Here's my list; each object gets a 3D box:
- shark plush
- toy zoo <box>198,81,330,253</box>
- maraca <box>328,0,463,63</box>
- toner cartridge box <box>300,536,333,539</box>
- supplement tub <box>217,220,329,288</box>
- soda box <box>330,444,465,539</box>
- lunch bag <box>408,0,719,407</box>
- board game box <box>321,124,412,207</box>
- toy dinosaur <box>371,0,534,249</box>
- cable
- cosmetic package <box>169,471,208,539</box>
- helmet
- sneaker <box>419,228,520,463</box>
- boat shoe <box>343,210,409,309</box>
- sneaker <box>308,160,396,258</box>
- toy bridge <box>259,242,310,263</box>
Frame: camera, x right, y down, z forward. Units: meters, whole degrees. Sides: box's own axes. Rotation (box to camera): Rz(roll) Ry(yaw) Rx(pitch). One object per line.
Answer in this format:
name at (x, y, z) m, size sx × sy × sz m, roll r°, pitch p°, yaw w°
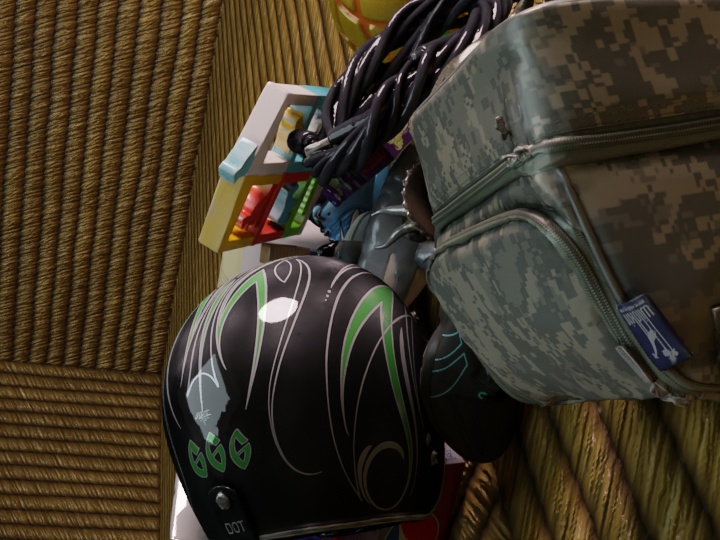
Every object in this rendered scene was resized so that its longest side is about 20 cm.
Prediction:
shark plush at (0.000, 0.000, 0.955) m, size 0.200 × 0.083 × 0.091 m, roll -44°, pitch 15°, yaw 8°
toy zoo at (-0.064, -0.081, 0.943) m, size 0.133 × 0.020 × 0.200 m, roll -64°, pitch -14°, yaw 15°
maraca at (0.028, -0.224, 1.025) m, size 0.138 × 0.106 × 0.200 m, roll 52°, pitch 175°, yaw 1°
toner cartridge box at (-0.042, 0.150, 1.042) m, size 0.095 × 0.043 × 0.203 m, roll 128°, pitch 155°, yaw -54°
supplement tub at (-0.087, 0.014, 1.332) m, size 0.146 × 0.142 × 0.203 m, roll -108°, pitch 27°, yaw -59°
soda box at (0.019, 0.217, 0.939) m, size 0.063 × 0.069 × 0.203 m, roll 45°, pitch 129°, yaw 50°
lunch bag at (0.112, -0.022, 0.559) m, size 0.200 × 0.137 × 0.171 m, roll 151°, pitch 108°, yaw -74°
board game box at (0.032, -0.118, 0.999) m, size 0.120 × 0.032 × 0.200 m, roll -51°, pitch 6°, yaw -14°
toy dinosaur at (0.078, -0.087, 0.777) m, size 0.077 × 0.100 × 0.203 m, roll -107°, pitch 25°, yaw -57°
cable at (0.030, -0.144, 0.858) m, size 0.200 × 0.051 × 0.163 m, roll -43°, pitch 14°, yaw -1°
cosmetic package at (-0.116, 0.151, 0.938) m, size 0.202 × 0.050 × 0.083 m, roll -92°, pitch 9°, yaw -49°
helmet at (-0.040, 0.086, 0.826) m, size 0.200 × 0.197 × 0.194 m, roll 134°, pitch 129°, yaw -69°
sneaker at (0.085, 0.042, 0.751) m, size 0.079 × 0.075 × 0.203 m, roll 30°, pitch 132°, yaw 45°
boat shoe at (0.020, 0.028, 1.035) m, size 0.064 × 0.074 × 0.204 m, roll -21°, pitch 40°, yaw 29°
sneaker at (-0.015, -0.040, 1.167) m, size 0.078 × 0.088 × 0.204 m, roll -142°, pitch 58°, yaw -74°
toy bridge at (-0.055, 0.081, 0.969) m, size 0.027 × 0.066 × 0.204 m, roll -171°, pitch 84°, yaw -67°
